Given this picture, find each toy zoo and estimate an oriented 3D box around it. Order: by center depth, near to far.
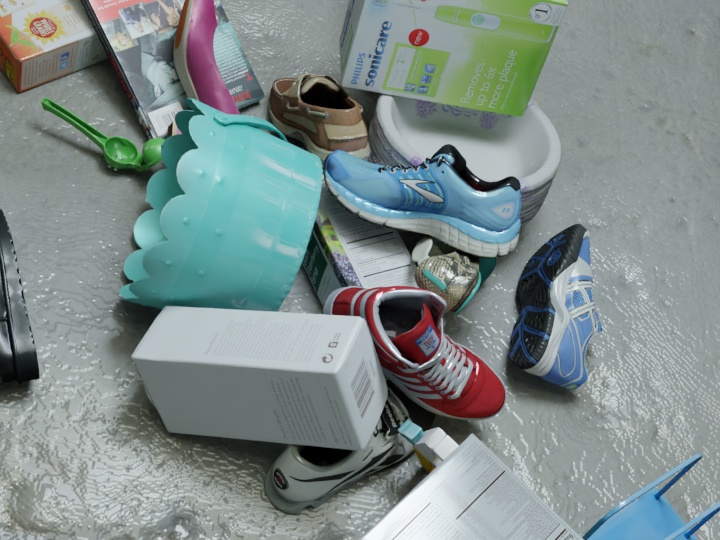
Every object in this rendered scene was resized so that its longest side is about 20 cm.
[{"bbox_3d":[0.111,0.204,1.145,0.200,0.131,0.020,43,79,14],"label":"toy zoo"}]

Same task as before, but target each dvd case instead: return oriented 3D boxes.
[{"bbox_3d":[-0.204,-0.250,1.372,0.146,0.022,0.201,-28,92,-30],"label":"dvd case"}]

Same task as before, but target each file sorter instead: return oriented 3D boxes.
[{"bbox_3d":[0.301,0.285,1.151,0.138,0.123,0.200,-24,66,-30],"label":"file sorter"}]

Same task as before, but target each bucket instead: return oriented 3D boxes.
[{"bbox_3d":[-0.129,-0.047,1.200,0.134,0.207,0.208,19,53,-16],"label":"bucket"}]

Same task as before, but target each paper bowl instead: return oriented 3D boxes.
[{"bbox_3d":[0.102,-0.114,1.357,0.200,0.105,0.201,10,41,-9],"label":"paper bowl"}]

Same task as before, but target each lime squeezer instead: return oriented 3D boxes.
[{"bbox_3d":[-0.222,-0.134,1.297,0.199,0.071,0.038,9,26,17],"label":"lime squeezer"}]

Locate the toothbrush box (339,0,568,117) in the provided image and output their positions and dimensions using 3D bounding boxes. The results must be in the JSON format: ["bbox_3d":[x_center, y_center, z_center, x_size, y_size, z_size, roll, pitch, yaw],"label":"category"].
[{"bbox_3d":[0.090,-0.252,1.313,0.199,0.146,0.086,10,43,-11],"label":"toothbrush box"}]

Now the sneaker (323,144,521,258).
[{"bbox_3d":[0.063,-0.085,1.230,0.199,0.090,0.078,17,24,7],"label":"sneaker"}]

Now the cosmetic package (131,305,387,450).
[{"bbox_3d":[-0.086,0.092,1.121,0.199,0.102,0.074,4,43,24],"label":"cosmetic package"}]

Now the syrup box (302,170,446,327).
[{"bbox_3d":[0.000,0.000,1.279,0.081,0.079,0.200,-15,63,-25],"label":"syrup box"}]

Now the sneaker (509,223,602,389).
[{"bbox_3d":[0.208,0.037,1.333,0.077,0.076,0.200,36,51,-19],"label":"sneaker"}]

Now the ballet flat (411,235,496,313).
[{"bbox_3d":[0.088,-0.007,1.260,0.075,0.068,0.200,39,14,5],"label":"ballet flat"}]

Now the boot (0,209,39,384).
[{"bbox_3d":[-0.382,0.035,1.148,0.162,0.073,0.199,-10,61,-19],"label":"boot"}]

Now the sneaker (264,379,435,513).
[{"bbox_3d":[0.006,0.145,1.179,0.200,0.089,0.074,-33,70,-33],"label":"sneaker"}]

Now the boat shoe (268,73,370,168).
[{"bbox_3d":[-0.042,-0.171,1.344,0.075,0.072,0.200,-12,30,-23],"label":"boat shoe"}]

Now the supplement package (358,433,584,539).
[{"bbox_3d":[0.091,0.282,1.046,0.200,0.191,0.147,43,57,14],"label":"supplement package"}]

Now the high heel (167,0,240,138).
[{"bbox_3d":[-0.144,-0.202,1.338,0.095,0.067,0.201,6,82,-18],"label":"high heel"}]

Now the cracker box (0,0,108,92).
[{"bbox_3d":[-0.314,-0.287,1.390,0.200,0.058,0.134,-28,70,-30],"label":"cracker box"}]

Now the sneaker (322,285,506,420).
[{"bbox_3d":[0.068,0.077,1.151,0.200,0.112,0.071,32,74,-19],"label":"sneaker"}]
